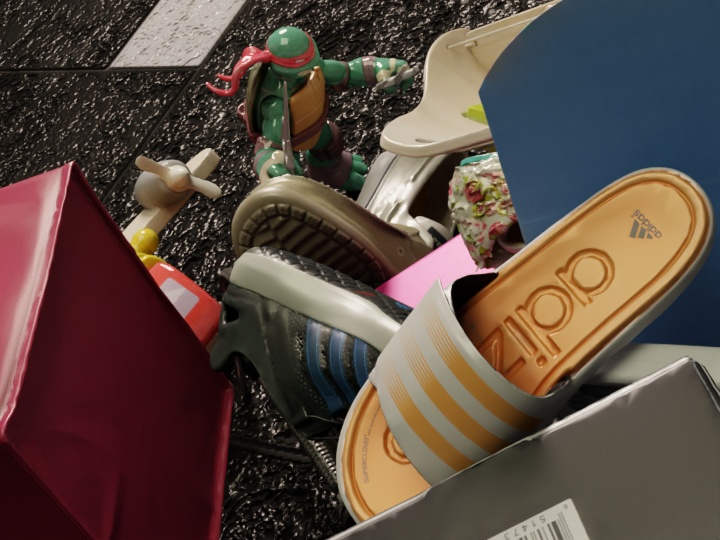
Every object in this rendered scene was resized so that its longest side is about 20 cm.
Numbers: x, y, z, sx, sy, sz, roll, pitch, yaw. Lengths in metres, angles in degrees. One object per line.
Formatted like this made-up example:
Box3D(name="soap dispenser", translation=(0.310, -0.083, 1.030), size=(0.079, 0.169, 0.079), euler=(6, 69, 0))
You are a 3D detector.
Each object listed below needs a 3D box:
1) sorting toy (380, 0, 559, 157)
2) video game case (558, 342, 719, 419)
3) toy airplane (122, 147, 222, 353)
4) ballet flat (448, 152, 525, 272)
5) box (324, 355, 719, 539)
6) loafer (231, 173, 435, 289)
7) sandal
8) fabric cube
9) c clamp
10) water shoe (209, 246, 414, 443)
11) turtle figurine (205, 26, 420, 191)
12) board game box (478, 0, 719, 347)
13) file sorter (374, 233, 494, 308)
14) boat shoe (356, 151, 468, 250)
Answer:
Box3D(name="sorting toy", translation=(0.107, -0.111, 0.933), size=(0.200, 0.107, 0.180), euler=(-13, 9, 44))
Box3D(name="video game case", translation=(0.196, 0.085, 0.677), size=(0.199, 0.182, 0.023), euler=(1, 61, 36))
Box3D(name="toy airplane", translation=(-0.186, 0.005, 1.064), size=(0.199, 0.141, 0.200), euler=(-22, 40, 15))
Box3D(name="ballet flat", translation=(0.138, -0.039, 0.752), size=(0.199, 0.076, 0.064), euler=(-12, 70, 28))
Box3D(name="box", translation=(0.102, 0.173, 0.632), size=(0.200, 0.197, 0.124), euler=(-28, 45, 8))
Box3D(name="loafer", translation=(0.000, 0.000, 0.892), size=(0.076, 0.200, 0.068), euler=(-33, 41, 24))
Box3D(name="sandal", translation=(0.059, 0.026, 0.635), size=(0.207, 0.059, 0.079), euler=(-46, 62, 5))
Box3D(name="fabric cube", translation=(-0.204, 0.097, 0.796), size=(0.199, 0.200, 0.197), euler=(-16, 40, 17))
Box3D(name="c clamp", translation=(-0.036, 0.081, 0.897), size=(0.027, 0.171, 0.200), euler=(-27, 50, -15))
Box3D(name="water shoe", translation=(0.005, 0.055, 0.746), size=(0.200, 0.071, 0.079), euler=(28, 100, 42))
Box3D(name="turtle figurine", translation=(-0.032, -0.103, 1.021), size=(0.101, 0.200, 0.150), euler=(39, 66, 22))
Box3D(name="board game box", translation=(0.150, -0.046, 0.691), size=(0.157, 0.201, 0.039), euler=(-12, 22, 20))
Box3D(name="file sorter", translation=(0.101, 0.057, 0.818), size=(0.200, 0.126, 0.139), euler=(-33, 37, 0))
Box3D(name="boat shoe", translation=(0.029, -0.011, 0.990), size=(0.070, 0.071, 0.200), euler=(-9, 38, 32))
